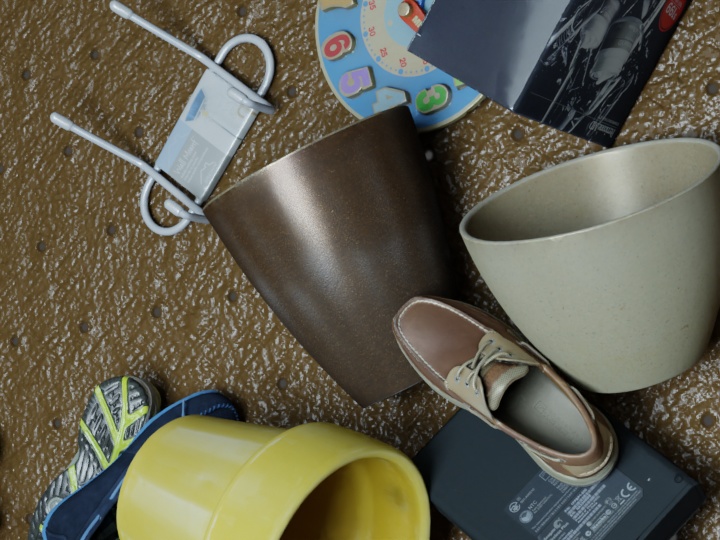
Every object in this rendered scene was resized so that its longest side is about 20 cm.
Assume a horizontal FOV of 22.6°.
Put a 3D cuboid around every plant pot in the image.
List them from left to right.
[{"bbox_3d":[-0.079,0.201,1.380,0.188,0.200,0.202,18,94,37],"label":"plant pot"},{"bbox_3d":[0.000,0.000,1.442,0.186,0.187,0.201,-28,87,24],"label":"plant pot"}]

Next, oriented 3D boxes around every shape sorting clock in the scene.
[{"bbox_3d":[0.044,-0.214,1.501,0.199,0.039,0.202,-3,84,29],"label":"shape sorting clock"}]

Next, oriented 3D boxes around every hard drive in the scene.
[{"bbox_3d":[0.142,0.161,1.362,0.140,0.033,0.200,-45,49,-8],"label":"hard drive"}]

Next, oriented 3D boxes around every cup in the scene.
[{"bbox_3d":[0.189,0.004,1.331,0.199,0.200,0.144,-11,107,28],"label":"cup"}]

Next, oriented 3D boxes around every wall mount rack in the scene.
[{"bbox_3d":[-0.172,-0.139,1.595,0.173,0.074,0.201,37,103,27],"label":"wall mount rack"}]

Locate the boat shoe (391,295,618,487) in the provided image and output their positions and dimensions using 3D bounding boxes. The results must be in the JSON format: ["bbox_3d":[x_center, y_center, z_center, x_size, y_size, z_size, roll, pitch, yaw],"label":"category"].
[{"bbox_3d":[0.106,0.080,1.328,0.199,0.072,0.076,34,84,18],"label":"boat shoe"}]

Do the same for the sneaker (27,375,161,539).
[{"bbox_3d":[-0.226,0.188,1.595,0.075,0.076,0.201,31,99,16],"label":"sneaker"}]

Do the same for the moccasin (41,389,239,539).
[{"bbox_3d":[-0.173,0.186,1.528,0.200,0.081,0.068,-44,36,-16],"label":"moccasin"}]

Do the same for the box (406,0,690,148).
[{"bbox_3d":[0.156,-0.205,1.345,0.104,0.200,0.183,34,102,27],"label":"box"}]
